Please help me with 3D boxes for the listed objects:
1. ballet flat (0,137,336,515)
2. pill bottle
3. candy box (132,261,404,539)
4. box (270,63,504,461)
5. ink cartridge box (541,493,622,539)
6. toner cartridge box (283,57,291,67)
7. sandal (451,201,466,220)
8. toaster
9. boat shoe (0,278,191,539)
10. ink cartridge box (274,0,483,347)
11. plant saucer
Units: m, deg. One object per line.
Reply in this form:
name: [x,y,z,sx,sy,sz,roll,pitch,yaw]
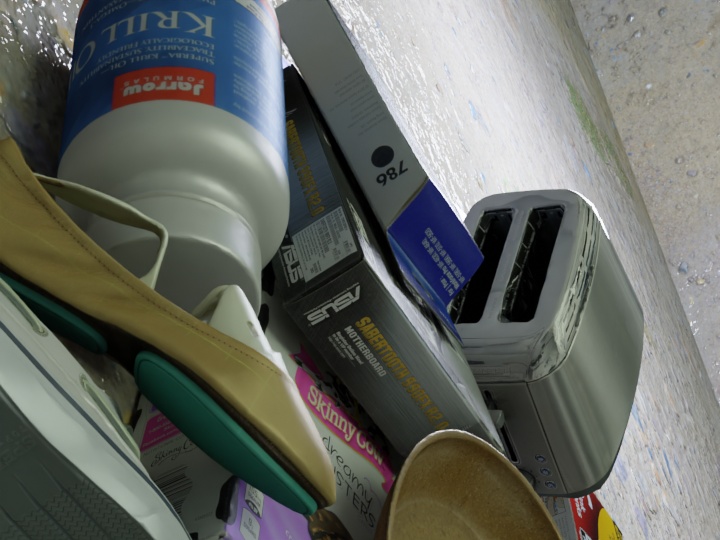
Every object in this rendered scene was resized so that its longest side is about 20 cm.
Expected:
ballet flat: [-0.080,0.017,0.539,0.199,0.063,0.069,35,-22,-2]
pill bottle: [-0.089,-0.057,0.665,0.112,0.111,0.202,50,23,-40]
candy box: [-0.036,0.119,0.659,0.168,0.071,0.201,55,21,-28]
box: [0.000,0.000,0.752,0.159,0.048,0.201,53,11,-35]
ink cartridge box: [0.164,0.268,1.027,0.176,0.083,0.201,52,22,-38]
toner cartridge box: [-0.062,-0.064,0.866,0.095,0.043,0.202,45,27,-50]
sandal: [0.014,-0.022,1.018,0.205,0.059,0.080,17,53,-39]
toaster: [0.115,0.038,0.890,0.130,0.112,0.201,61,40,-40]
boat shoe: [-0.108,0.069,0.509,0.201,0.073,0.067,59,21,-18]
ink cartridge box: [0.016,-0.061,0.763,0.201,0.039,0.100,65,9,32]
plant saucer: [0.057,0.177,0.645,0.200,0.035,0.202,41,36,-39]
